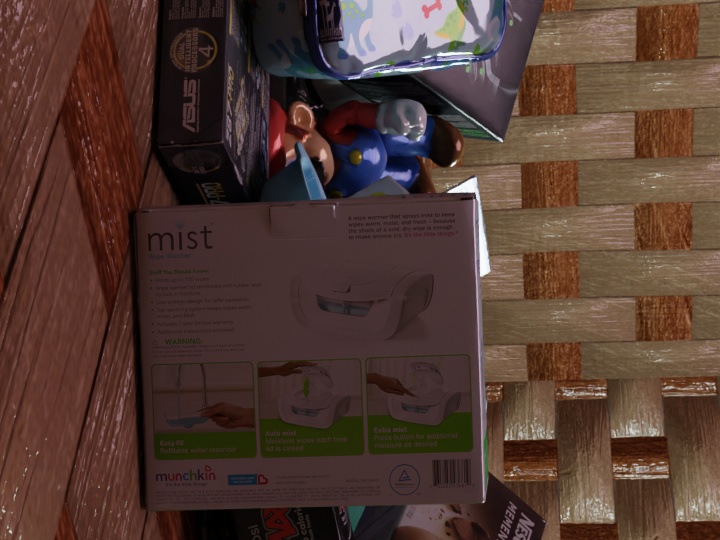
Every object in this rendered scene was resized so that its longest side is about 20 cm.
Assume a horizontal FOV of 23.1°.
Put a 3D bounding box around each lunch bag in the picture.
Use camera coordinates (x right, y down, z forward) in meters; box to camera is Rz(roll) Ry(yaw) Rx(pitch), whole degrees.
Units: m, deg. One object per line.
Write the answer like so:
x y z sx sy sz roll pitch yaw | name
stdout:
0.012 -0.212 1.186 0.199 0.082 0.162 -11 100 -44 | lunch bag

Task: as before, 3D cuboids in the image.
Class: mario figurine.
-0.014 -0.068 1.303 0.106 0.199 0.124 14 -77 53 | mario figurine

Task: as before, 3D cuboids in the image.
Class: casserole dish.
-0.024 0.015 1.177 0.121 0.039 0.201 -18 88 -85 | casserole dish

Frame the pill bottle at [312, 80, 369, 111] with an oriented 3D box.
-0.028 -0.221 1.433 0.116 0.115 0.201 -82 164 -58 | pill bottle

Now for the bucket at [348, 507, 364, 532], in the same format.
0.026 0.266 1.491 0.135 0.205 0.208 -102 -176 -54 | bucket

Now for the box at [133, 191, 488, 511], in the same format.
-0.026 0.046 1.039 0.097 0.198 0.178 -15 102 -85 | box

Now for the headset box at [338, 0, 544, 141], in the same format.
0.057 -0.213 1.363 0.200 0.092 0.175 26 77 -50 | headset box

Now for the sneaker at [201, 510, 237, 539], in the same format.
-0.076 0.216 1.197 0.072 0.071 0.202 154 -67 -67 | sneaker

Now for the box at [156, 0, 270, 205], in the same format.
-0.093 -0.138 1.173 0.161 0.049 0.202 76 13 -68 | box

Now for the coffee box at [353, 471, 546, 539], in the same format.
0.047 0.219 1.222 0.080 0.113 0.200 -45 -172 33 | coffee box

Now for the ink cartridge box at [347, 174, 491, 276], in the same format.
0.000 0.000 1.347 0.047 0.199 0.198 57 -6 21 | ink cartridge box

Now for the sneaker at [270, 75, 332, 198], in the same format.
-0.032 -0.115 1.390 0.076 0.113 0.200 -117 -165 -50 | sneaker

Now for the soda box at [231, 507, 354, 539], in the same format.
-0.056 0.109 1.148 0.063 0.070 0.201 50 26 -76 | soda box
